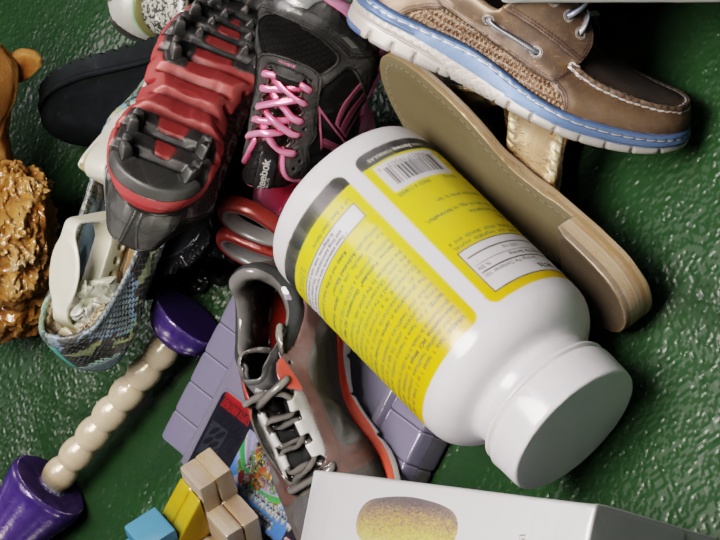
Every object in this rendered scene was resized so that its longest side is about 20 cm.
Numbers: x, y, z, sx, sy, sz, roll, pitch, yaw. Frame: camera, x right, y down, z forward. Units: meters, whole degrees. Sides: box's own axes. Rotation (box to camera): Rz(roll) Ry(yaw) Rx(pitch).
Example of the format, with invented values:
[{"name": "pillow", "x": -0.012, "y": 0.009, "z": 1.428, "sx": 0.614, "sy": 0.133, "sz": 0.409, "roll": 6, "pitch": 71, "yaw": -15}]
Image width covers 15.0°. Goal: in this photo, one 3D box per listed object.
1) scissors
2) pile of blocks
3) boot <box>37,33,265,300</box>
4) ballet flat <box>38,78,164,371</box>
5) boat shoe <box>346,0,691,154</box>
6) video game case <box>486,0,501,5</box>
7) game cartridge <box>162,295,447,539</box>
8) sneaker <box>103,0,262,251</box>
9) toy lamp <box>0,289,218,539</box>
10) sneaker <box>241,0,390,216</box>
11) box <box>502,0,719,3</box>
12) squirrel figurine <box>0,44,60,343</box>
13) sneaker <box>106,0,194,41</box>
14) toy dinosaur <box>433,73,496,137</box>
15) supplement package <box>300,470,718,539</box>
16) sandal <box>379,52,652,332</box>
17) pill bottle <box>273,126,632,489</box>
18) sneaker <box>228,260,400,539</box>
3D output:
[{"name": "scissors", "x": 0.000, "y": 0.000, "z": 1.620, "sx": 0.200, "sy": 0.073, "sz": 0.014, "roll": 18, "pitch": 61, "yaw": 19}, {"name": "pile of blocks", "x": -0.119, "y": 0.204, "z": 1.613, "sx": 0.062, "sy": 0.082, "sz": 0.200, "roll": 43, "pitch": 118, "yaw": 38}, {"name": "boot", "x": -0.137, "y": -0.061, "z": 1.763, "sx": 0.198, "sy": 0.073, "sz": 0.163, "roll": -16, "pitch": 71, "yaw": 42}, {"name": "ballet flat", "x": -0.149, "y": -0.037, "z": 1.675, "sx": 0.074, "sy": 0.074, "sz": 0.201, "roll": 10, "pitch": 84, "yaw": 46}, {"name": "boat shoe", "x": 0.094, "y": -0.127, "z": 1.481, "sx": 0.072, "sy": 0.200, "sz": 0.073, "roll": -66, "pitch": -2, "yaw": -67}, {"name": "video game case", "x": 0.110, "y": -0.245, "z": 1.555, "sx": 0.182, "sy": 0.023, "sz": 0.200, "roll": -8, "pitch": 66, "yaw": 11}, {"name": "game cartridge", "x": -0.035, "y": 0.093, "z": 1.628, "sx": 0.200, "sy": 0.038, "sz": 0.130, "roll": 34, "pitch": 96, "yaw": 46}, {"name": "sneaker", "x": -0.104, "y": -0.087, "z": 1.632, "sx": 0.098, "sy": 0.071, "sz": 0.201, "roll": 112, "pitch": -179, "yaw": -46}, {"name": "toy lamp", "x": -0.169, "y": 0.100, "z": 1.739, "sx": 0.200, "sy": 0.058, "sz": 0.058, "roll": -52, "pitch": 47, "yaw": 19}, {"name": "sneaker", "x": -0.036, "y": -0.093, "z": 1.585, "sx": 0.079, "sy": 0.200, "sz": 0.095, "roll": 26, "pitch": 67, "yaw": 15}, {"name": "box", "x": 0.169, "y": -0.254, "z": 1.418, "sx": 0.198, "sy": 0.131, "sz": 0.201, "roll": -1, "pitch": 71, "yaw": 2}, {"name": "squirrel figurine", "x": -0.253, "y": -0.058, "z": 1.800, "sx": 0.200, "sy": 0.141, "sz": 0.187, "roll": 44, "pitch": 130, "yaw": 26}, {"name": "sneaker", "x": -0.090, "y": -0.233, "z": 1.781, "sx": 0.089, "sy": 0.077, "sz": 0.200, "roll": 27, "pitch": 102, "yaw": 39}, {"name": "toy dinosaur", "x": 0.055, "y": -0.128, "z": 1.600, "sx": 0.102, "sy": 0.077, "sz": 0.200, "roll": -24, "pitch": 90, "yaw": 37}, {"name": "supplement package", "x": 0.070, "y": 0.176, "z": 1.435, "sx": 0.200, "sy": 0.109, "sz": 0.114, "roll": 2, "pitch": 78, "yaw": 44}, {"name": "sandal", "x": 0.103, "y": -0.058, "z": 1.522, "sx": 0.070, "sy": 0.078, "sz": 0.212, "roll": -34, "pitch": 65, "yaw": -20}, {"name": "pill bottle", "x": 0.052, "y": 0.022, "z": 1.494, "sx": 0.200, "sy": 0.112, "sz": 0.113, "roll": 46, "pitch": 109, "yaw": 27}, {"name": "sneaker", "x": -0.039, "y": 0.085, "z": 1.548, "sx": 0.077, "sy": 0.082, "sz": 0.200, "roll": -28, "pitch": 67, "yaw": 28}]
